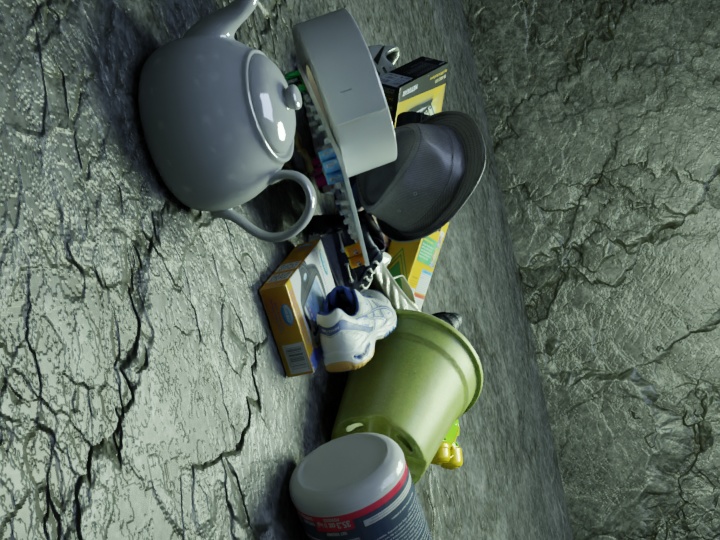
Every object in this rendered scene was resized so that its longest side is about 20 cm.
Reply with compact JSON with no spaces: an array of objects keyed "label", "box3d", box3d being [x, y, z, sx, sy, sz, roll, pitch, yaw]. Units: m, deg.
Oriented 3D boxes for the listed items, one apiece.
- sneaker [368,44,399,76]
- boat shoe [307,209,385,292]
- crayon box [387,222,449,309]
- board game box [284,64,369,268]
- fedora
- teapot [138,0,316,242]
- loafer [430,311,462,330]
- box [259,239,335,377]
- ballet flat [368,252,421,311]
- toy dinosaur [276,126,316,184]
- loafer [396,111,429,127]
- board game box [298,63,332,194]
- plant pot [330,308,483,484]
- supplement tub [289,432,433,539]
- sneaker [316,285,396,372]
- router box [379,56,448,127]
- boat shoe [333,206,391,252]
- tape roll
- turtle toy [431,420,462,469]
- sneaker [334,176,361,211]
[{"label":"sneaker","box3d":[0.034,-0.286,1.704,0.074,0.088,0.201,54,31,-60]},{"label":"boat shoe","box3d":[0.000,0.000,1.515,0.075,0.092,0.201,-80,153,-47]},{"label":"crayon box","box3d":[0.076,0.002,1.698,0.201,0.051,0.126,-71,161,0]},{"label":"board game box","box3d":[-0.044,-0.132,1.370,0.200,0.026,0.201,75,-6,-50]},{"label":"fedora","box3d":[0.064,-0.135,1.413,0.090,0.200,0.178,17,47,-38]},{"label":"teapot","box3d":[-0.129,-0.158,1.108,0.200,0.145,0.198,59,25,-50]},{"label":"loafer","box3d":[0.080,0.112,1.551,0.070,0.200,0.068,-30,87,-38]},{"label":"box","box3d":[-0.068,0.041,1.358,0.200,0.041,0.120,-56,131,-65]},{"label":"ballet flat","box3d":[0.031,0.011,1.599,0.062,0.067,0.201,-37,105,-26]},{"label":"toy dinosaur","box3d":[-0.095,-0.170,1.387,0.200,0.058,0.102,-33,109,-73]},{"label":"loafer","box3d":[0.092,-0.158,1.580,0.201,0.070,0.068,81,14,-55]},{"label":"board game box","box3d":[-0.031,-0.217,1.664,0.200,0.041,0.201,-2,80,-74]},{"label":"plant pot","box3d":[0.048,0.187,1.424,0.201,0.199,0.184,69,30,-28]},{"label":"supplement tub","box3d":[0.009,0.307,1.242,0.140,0.140,0.201,-67,141,-63]},{"label":"sneaker","box3d":[-0.004,0.053,1.366,0.200,0.075,0.089,-60,136,-67]},{"label":"router box","box3d":[0.070,-0.239,1.667,0.200,0.052,0.158,-39,142,-56]},{"label":"boat shoe","box3d":[0.014,-0.052,1.643,0.200,0.072,0.068,48,32,-64]},{"label":"tape roll","box3d":[-0.021,-0.220,1.320,0.202,0.070,0.203,161,-90,-86]},{"label":"turtle toy","box3d":[0.103,0.245,1.671,0.200,0.101,0.147,41,41,-65]},{"label":"sneaker","box3d":[-0.025,-0.173,1.526,0.082,0.074,0.201,17,64,-32]}]
